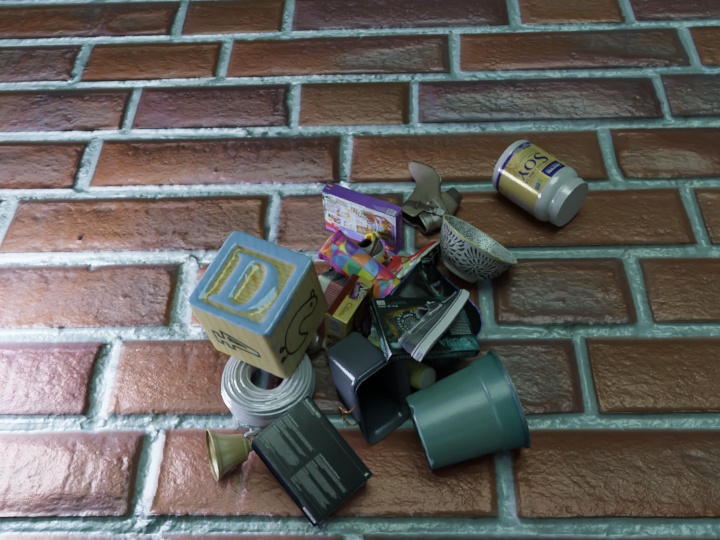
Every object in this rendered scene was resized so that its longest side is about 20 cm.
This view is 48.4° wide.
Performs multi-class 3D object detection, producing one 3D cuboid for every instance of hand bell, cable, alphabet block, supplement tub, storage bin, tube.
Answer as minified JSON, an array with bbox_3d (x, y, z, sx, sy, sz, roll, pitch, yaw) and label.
[{"bbox_3d":[-0.201,0.345,1.603,0.199,0.105,0.104,-11,51,-20],"label":"hand bell"},{"bbox_3d":[-0.196,0.230,1.688,0.199,0.069,0.201,-19,53,-12],"label":"cable"},{"bbox_3d":[-0.202,0.071,1.631,0.195,0.200,0.196,22,65,21],"label":"alphabet block"},{"bbox_3d":[0.437,-0.212,1.953,0.145,0.146,0.200,-37,58,-24],"label":"supplement tub"},{"bbox_3d":[0.003,0.232,1.609,0.145,0.201,0.134,-33,46,-21],"label":"storage bin"},{"bbox_3d":[0.069,0.197,1.673,0.058,0.052,0.199,-29,31,-33],"label":"tube"}]

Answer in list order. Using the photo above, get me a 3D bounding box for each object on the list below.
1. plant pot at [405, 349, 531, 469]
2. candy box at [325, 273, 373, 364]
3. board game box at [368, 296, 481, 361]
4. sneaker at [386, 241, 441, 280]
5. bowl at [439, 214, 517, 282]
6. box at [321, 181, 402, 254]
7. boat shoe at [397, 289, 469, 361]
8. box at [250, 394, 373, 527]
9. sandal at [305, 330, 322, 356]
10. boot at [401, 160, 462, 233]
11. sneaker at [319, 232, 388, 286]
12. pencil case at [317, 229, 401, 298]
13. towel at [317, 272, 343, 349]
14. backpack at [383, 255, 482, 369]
[{"bbox_3d":[0.202,0.284,1.558,0.195,0.201,0.201,-21,53,-3],"label":"plant pot"},{"bbox_3d":[-0.025,0.114,1.687,0.056,0.201,0.117,24,56,17],"label":"candy box"},{"bbox_3d":[0.125,0.113,1.571,0.198,0.028,0.136,0,50,-23],"label":"board game box"},{"bbox_3d":[0.107,-0.016,1.866,0.199,0.077,0.085,-35,53,-23],"label":"sneaker"},{"bbox_3d":[0.251,-0.035,1.836,0.200,0.200,0.095,40,108,29],"label":"bowl"},{"bbox_3d":[0.005,-0.125,1.915,0.199,0.137,0.039,22,56,18],"label":"box"},{"bbox_3d":[0.140,0.090,1.533,0.068,0.072,0.200,37,53,10],"label":"boat shoe"},{"bbox_3d":[-0.095,0.364,1.535,0.141,0.079,0.200,-37,79,-21],"label":"box"},{"bbox_3d":[-0.150,0.097,1.761,0.080,0.054,0.201,-33,71,9],"label":"sandal"},{"bbox_3d":[0.151,-0.182,1.997,0.146,0.070,0.200,-39,59,-22],"label":"boot"},{"bbox_3d":[-0.032,-0.023,1.860,0.199,0.083,0.078,-33,25,-24],"label":"sneaker"},{"bbox_3d":[0.000,0.000,1.773,0.200,0.088,0.088,42,62,6],"label":"pencil case"},{"bbox_3d":[-0.119,0.075,1.796,0.199,0.023,0.145,26,88,21],"label":"towel"},{"bbox_3d":[0.148,0.108,1.708,0.200,0.147,0.183,40,63,8],"label":"backpack"}]
